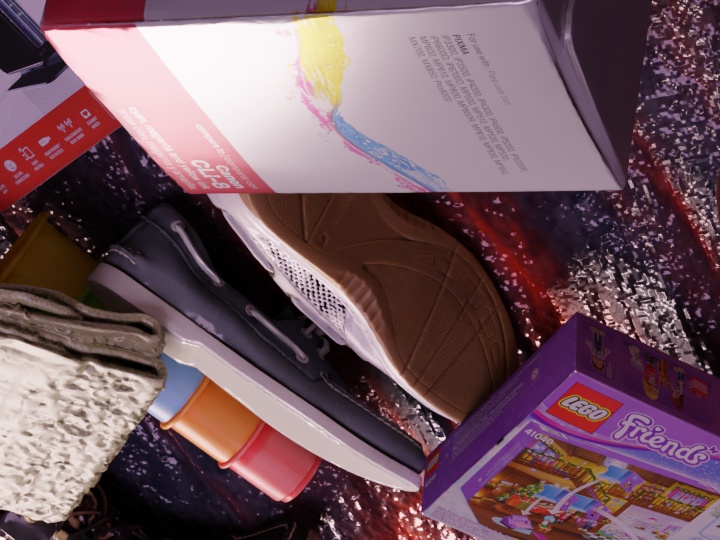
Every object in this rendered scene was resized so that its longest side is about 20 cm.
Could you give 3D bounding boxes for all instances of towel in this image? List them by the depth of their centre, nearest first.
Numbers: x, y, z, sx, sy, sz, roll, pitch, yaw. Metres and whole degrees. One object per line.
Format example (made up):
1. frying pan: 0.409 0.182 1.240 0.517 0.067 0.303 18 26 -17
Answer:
1. towel: -0.188 0.065 1.058 0.147 0.037 0.200 17 142 -15

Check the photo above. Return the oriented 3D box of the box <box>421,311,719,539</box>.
1. box: 0.149 0.108 1.006 0.199 0.039 0.137 25 135 -19

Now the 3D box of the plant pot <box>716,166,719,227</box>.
1. plant pot: 0.271 0.009 0.811 0.200 0.202 0.196 -13 129 31

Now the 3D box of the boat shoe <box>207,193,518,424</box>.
1. boat shoe: 0.000 0.000 1.002 0.200 0.071 0.069 47 157 -27

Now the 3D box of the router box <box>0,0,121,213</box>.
1. router box: -0.171 -0.139 0.964 0.199 0.049 0.180 -30 111 39

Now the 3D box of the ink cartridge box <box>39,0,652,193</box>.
1. ink cartridge box: 0.006 -0.124 0.807 0.198 0.146 0.145 1 155 23

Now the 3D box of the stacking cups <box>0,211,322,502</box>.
1. stacking cups: -0.109 0.055 1.090 0.200 0.061 0.060 41 132 -12

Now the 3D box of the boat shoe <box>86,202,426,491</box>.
1. boat shoe: -0.042 0.039 1.044 0.199 0.062 0.073 34 163 -3

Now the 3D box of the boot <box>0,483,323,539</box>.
1. boot: -0.128 0.162 1.184 0.151 0.073 0.200 43 137 -14
